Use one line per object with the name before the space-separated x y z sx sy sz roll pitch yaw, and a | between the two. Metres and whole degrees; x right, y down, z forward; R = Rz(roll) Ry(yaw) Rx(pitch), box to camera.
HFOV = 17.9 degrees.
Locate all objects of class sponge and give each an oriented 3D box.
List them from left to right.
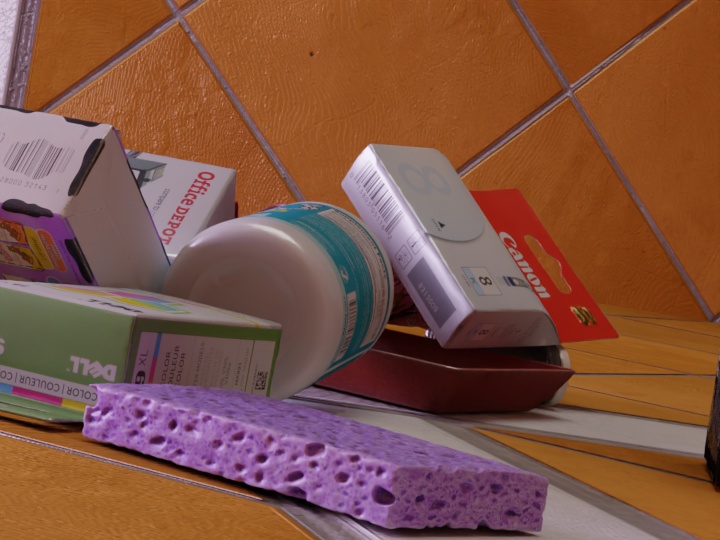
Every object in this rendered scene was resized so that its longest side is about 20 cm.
sponge | -0.023 0.085 1.068 0.199 0.030 0.111 11 3 41

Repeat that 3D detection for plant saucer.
plant saucer | 0.022 0.066 1.597 0.199 0.037 0.199 12 3 28

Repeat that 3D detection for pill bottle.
pill bottle | -0.044 0.016 1.418 0.110 0.112 0.200 11 8 13

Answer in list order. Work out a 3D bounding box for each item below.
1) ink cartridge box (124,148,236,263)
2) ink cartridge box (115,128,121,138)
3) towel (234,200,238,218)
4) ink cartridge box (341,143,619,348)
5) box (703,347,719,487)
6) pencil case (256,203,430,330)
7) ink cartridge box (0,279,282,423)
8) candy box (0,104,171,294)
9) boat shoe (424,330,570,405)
ink cartridge box | -0.198 -0.024 1.610 0.199 0.085 0.146 10 30 7
ink cartridge box | -0.333 -0.071 1.990 0.199 0.148 0.146 12 2 42
towel | -0.181 -0.016 1.763 0.199 0.145 0.023 11 44 15
ink cartridge box | 0.100 -0.018 1.691 0.199 0.047 0.160 -1 49 -44
box | 0.252 0.032 1.417 0.049 0.201 0.160 9 2 8
pencil case | 0.000 0.000 1.694 0.199 0.087 0.083 7 35 -45
ink cartridge box | -0.138 0.043 1.204 0.103 0.060 0.200 12 3 29
candy box | -0.223 -0.024 1.346 0.199 0.072 0.168 12 -33 20
boat shoe | 0.090 0.056 1.756 0.057 0.067 0.200 14 4 -27
